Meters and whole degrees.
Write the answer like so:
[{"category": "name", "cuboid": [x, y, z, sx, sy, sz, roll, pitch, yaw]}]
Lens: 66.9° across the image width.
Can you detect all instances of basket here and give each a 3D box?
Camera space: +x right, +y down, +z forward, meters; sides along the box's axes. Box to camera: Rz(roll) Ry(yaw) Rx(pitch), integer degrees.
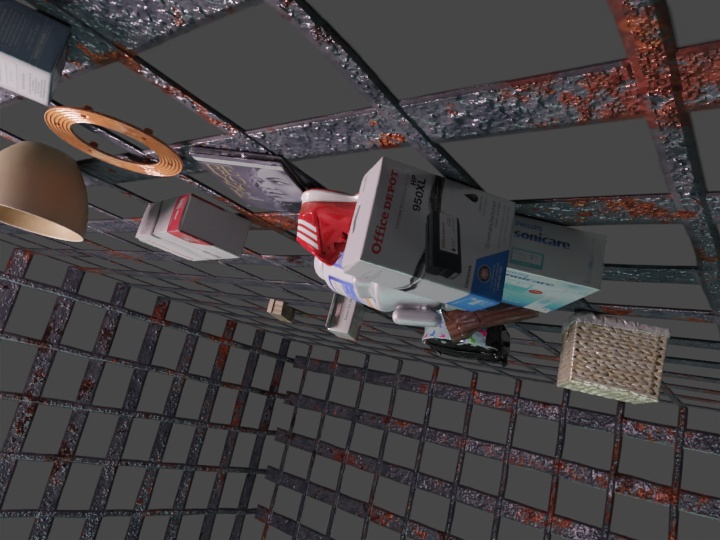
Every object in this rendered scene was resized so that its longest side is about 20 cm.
[{"category": "basket", "cuboid": [0.558, 0.199, 1.234, 0.199, 0.162, 0.198, 12, 168, 14]}]

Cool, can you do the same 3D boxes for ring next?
[{"category": "ring", "cuboid": [-0.368, -0.196, 0.828, 0.199, 0.019, 0.200, 13, 166, 3]}]

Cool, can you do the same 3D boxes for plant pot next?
[{"category": "plant pot", "cuboid": [-0.577, -0.149, 0.972, 0.199, 0.135, 0.200, 13, 167, 3]}]

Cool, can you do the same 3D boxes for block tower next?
[{"category": "block tower", "cuboid": [-0.311, 0.163, 2.161, 0.058, 0.054, 0.200, 10, 167, 12]}]

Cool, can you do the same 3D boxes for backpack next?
[{"category": "backpack", "cuboid": [0.255, 0.148, 1.333, 0.199, 0.151, 0.177, -2, 159, 26]}]

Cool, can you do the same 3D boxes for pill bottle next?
[{"category": "pill bottle", "cuboid": [0.000, 0.000, 1.032, 0.112, 0.112, 0.200, 25, 177, -40]}]

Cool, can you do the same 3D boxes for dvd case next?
[{"category": "dvd case", "cuboid": [-0.158, -0.137, 0.869, 0.148, 0.016, 0.200, 10, 166, 16]}]

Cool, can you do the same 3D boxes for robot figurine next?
[{"category": "robot figurine", "cuboid": [0.089, 0.005, 0.836, 0.199, 0.170, 0.113, 1, 158, 10]}]

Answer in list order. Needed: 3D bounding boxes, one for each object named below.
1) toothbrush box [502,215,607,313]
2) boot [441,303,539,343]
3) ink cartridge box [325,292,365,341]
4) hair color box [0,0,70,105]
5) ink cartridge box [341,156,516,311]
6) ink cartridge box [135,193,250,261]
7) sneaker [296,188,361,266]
[{"category": "toothbrush box", "cuboid": [0.265, -0.004, 0.849, 0.146, 0.086, 0.200, 14, 165, 0]}, {"category": "boot", "cuboid": [0.277, 0.079, 1.175, 0.199, 0.064, 0.187, -22, -159, 7]}, {"category": "ink cartridge box", "cuboid": [-0.044, 0.144, 1.682, 0.067, 0.117, 0.200, 11, 167, 14]}, {"category": "hair color box", "cuboid": [-0.413, -0.252, 0.552, 0.199, 0.061, 0.099, 20, 165, -29]}, {"category": "ink cartridge box", "cuboid": [0.091, -0.044, 0.723, 0.199, 0.145, 0.084, 16, 165, -13]}, {"category": "ink cartridge box", "cuboid": [-0.346, -0.084, 1.123, 0.199, 0.083, 0.147, -1, 160, 45]}, {"category": "sneaker", "cuboid": [-0.003, -0.056, 0.819, 0.199, 0.116, 0.078, 4, 164, 22]}]
